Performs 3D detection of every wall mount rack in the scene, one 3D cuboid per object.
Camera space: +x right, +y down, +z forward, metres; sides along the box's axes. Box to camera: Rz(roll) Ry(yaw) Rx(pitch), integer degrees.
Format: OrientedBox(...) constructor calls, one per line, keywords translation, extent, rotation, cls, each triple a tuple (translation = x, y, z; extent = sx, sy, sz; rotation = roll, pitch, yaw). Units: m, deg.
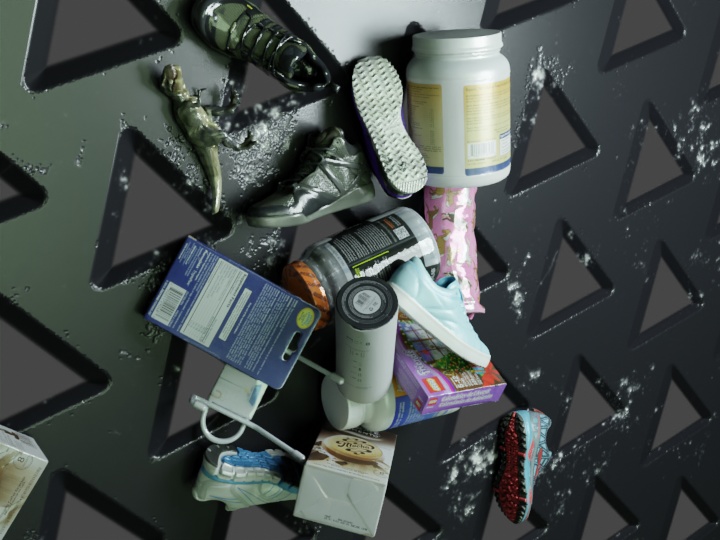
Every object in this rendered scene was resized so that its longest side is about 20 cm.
OrientedBox(translation=(-0.128, 0.160, 1.346), extent=(0.173, 0.075, 0.201), rotation=(27, 89, -9), cls="wall mount rack")

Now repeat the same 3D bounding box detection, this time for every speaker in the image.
OrientedBox(translation=(0.006, 0.096, 1.311), extent=(0.081, 0.081, 0.201), rotation=(-32, 151, -21), cls="speaker")

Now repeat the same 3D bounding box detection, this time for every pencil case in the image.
OrientedBox(translation=(0.135, -0.029, 1.444), extent=(0.086, 0.083, 0.202), rotation=(-1, 85, -25), cls="pencil case")

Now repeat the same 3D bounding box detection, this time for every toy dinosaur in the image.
OrientedBox(translation=(-0.183, -0.177, 1.255), extent=(0.088, 0.047, 0.201), rotation=(-24, 117, -9), cls="toy dinosaur")

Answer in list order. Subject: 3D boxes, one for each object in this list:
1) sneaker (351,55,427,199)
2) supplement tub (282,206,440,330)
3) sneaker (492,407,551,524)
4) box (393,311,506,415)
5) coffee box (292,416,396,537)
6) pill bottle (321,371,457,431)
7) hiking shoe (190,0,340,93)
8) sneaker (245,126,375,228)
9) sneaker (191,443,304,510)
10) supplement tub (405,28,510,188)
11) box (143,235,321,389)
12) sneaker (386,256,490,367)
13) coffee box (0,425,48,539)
OrientedBox(translation=(0.028, -0.188, 1.369), extent=(0.069, 0.100, 0.202), rotation=(-14, 82, -12), cls="sneaker")
OrientedBox(translation=(0.000, 0.000, 1.376), extent=(0.199, 0.122, 0.123), rotation=(-24, 116, -25), cls="supplement tub")
OrientedBox(translation=(0.286, 0.331, 1.685), extent=(0.095, 0.079, 0.202), rotation=(-6, 107, -33), cls="sneaker")
OrientedBox(translation=(0.100, 0.113, 1.429), extent=(0.136, 0.200, 0.039), rotation=(-6, 133, -31), cls="box")
OrientedBox(translation=(-0.017, 0.280, 1.388), extent=(0.112, 0.200, 0.080), rotation=(14, 100, 3), cls="coffee box")
OrientedBox(translation=(0.048, 0.172, 1.464), extent=(0.199, 0.112, 0.113), rotation=(-9, 109, -30), cls="pill bottle")
OrientedBox(translation=(-0.112, -0.281, 1.233), extent=(0.199, 0.100, 0.076), rotation=(23, 91, -35), cls="hiking shoe")
OrientedBox(translation=(-0.072, -0.125, 1.324), extent=(0.198, 0.076, 0.115), rotation=(-22, 113, -29), cls="sneaker")
OrientedBox(translation=(-0.152, 0.302, 1.413), extent=(0.199, 0.075, 0.087), rotation=(19, 113, -35), cls="sneaker")
OrientedBox(translation=(0.135, -0.226, 1.381), extent=(0.144, 0.144, 0.202), rotation=(-13, 111, -29), cls="supplement tub")
OrientedBox(translation=(-0.163, 0.056, 1.291), extent=(0.199, 0.032, 0.122), rotation=(29, 87, -5), cls="box")
OrientedBox(translation=(0.120, 0.056, 1.345), extent=(0.200, 0.074, 0.082), rotation=(39, 87, -30), cls="sneaker")
OrientedBox(translation=(-0.485, 0.221, 1.159), extent=(0.200, 0.080, 0.115), rotation=(33, 85, -35), cls="coffee box")
